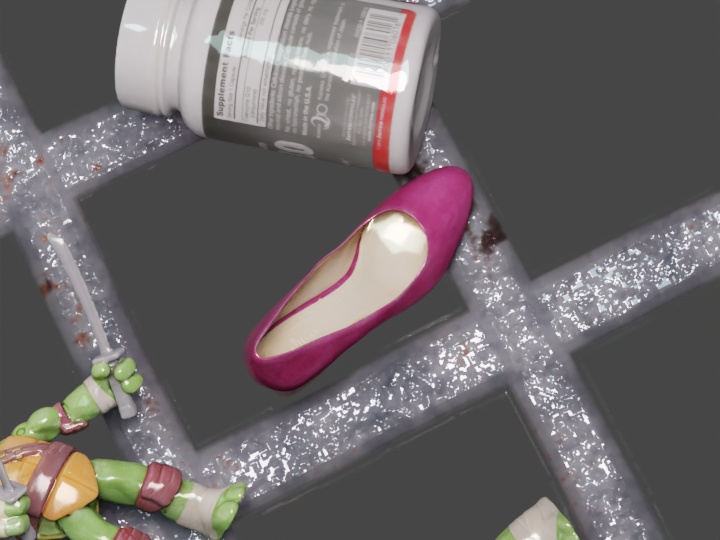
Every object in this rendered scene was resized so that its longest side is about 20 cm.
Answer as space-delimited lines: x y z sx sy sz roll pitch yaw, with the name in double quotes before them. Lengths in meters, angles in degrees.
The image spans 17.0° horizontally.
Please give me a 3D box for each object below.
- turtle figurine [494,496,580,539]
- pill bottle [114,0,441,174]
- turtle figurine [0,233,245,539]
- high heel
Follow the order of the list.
"turtle figurine" 0.062 0.237 1.481 0.194 0.200 0.144 -27 92 -11
"pill bottle" -0.054 -0.136 1.599 0.200 0.114 0.114 11 78 8
"turtle figurine" -0.170 0.122 1.516 0.194 0.144 0.200 27 110 -3
"high heel" 0.000 0.000 1.572 0.200 0.096 0.067 -42 77 -5
